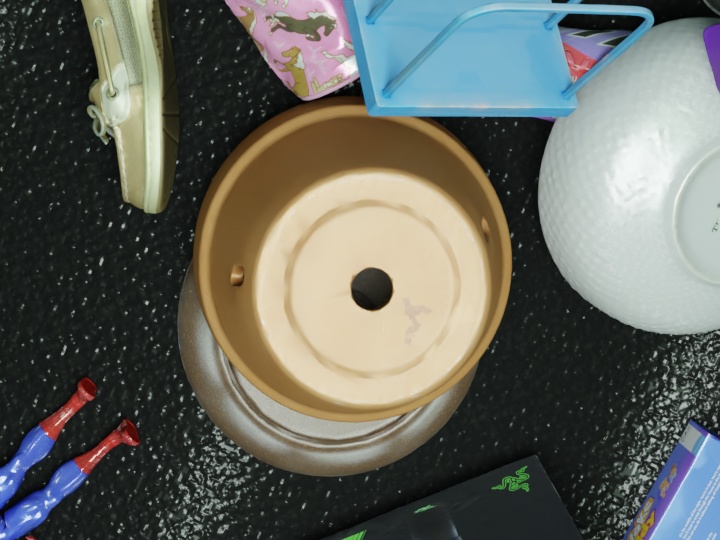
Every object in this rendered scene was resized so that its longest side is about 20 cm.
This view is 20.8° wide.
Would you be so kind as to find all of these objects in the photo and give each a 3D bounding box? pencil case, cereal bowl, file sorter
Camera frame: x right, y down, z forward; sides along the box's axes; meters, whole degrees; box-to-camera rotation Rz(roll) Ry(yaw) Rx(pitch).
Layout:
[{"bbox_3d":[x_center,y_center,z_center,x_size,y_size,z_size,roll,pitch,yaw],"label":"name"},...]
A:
[{"bbox_3d":[-0.059,-0.194,1.172,0.200,0.086,0.083,50,62,-23],"label":"pencil case"},{"bbox_3d":[0.214,-0.050,1.210,0.199,0.083,0.201,-7,111,-18],"label":"cereal bowl"},{"bbox_3d":[0.070,-0.205,1.125,0.138,0.123,0.201,-2,69,-29],"label":"file sorter"}]

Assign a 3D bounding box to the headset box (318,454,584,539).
[{"bbox_3d":[0.066,0.219,1.208,0.173,0.200,0.093,-21,116,-1],"label":"headset box"}]

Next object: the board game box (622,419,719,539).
[{"bbox_3d":[0.230,0.219,1.296,0.134,0.045,0.201,29,94,-9],"label":"board game box"}]

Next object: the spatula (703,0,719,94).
[{"bbox_3d":[0.214,-0.168,1.188,0.056,0.201,0.021,-4,138,-16],"label":"spatula"}]

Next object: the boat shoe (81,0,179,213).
[{"bbox_3d":[-0.149,-0.134,1.199,0.063,0.073,0.202,-5,96,2],"label":"boat shoe"}]

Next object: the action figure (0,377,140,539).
[{"bbox_3d":[-0.231,0.156,1.242,0.200,0.052,0.065,-44,103,4],"label":"action figure"}]

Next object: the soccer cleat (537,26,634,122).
[{"bbox_3d":[0.124,-0.122,1.224,0.199,0.073,0.069,8,97,-7],"label":"soccer cleat"}]

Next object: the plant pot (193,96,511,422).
[{"bbox_3d":[0.000,0.000,1.165,0.199,0.140,0.201,-1,97,-5],"label":"plant pot"}]

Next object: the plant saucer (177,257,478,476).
[{"bbox_3d":[-0.017,0.037,1.254,0.199,0.032,0.202,-1,99,-5],"label":"plant saucer"}]
